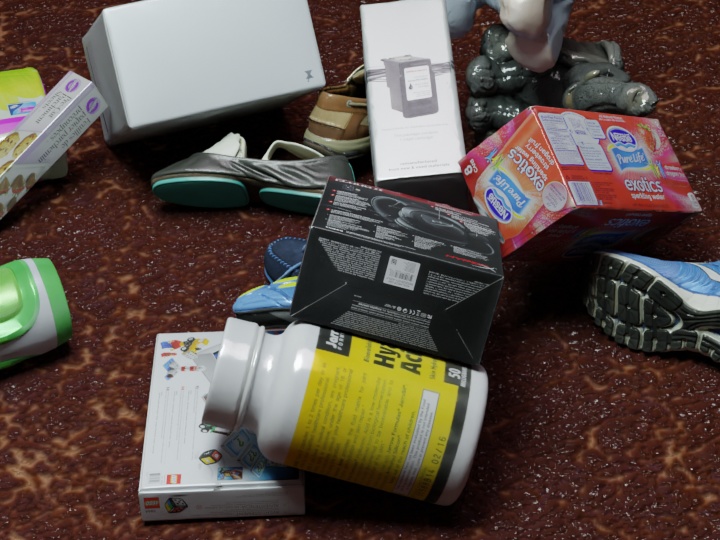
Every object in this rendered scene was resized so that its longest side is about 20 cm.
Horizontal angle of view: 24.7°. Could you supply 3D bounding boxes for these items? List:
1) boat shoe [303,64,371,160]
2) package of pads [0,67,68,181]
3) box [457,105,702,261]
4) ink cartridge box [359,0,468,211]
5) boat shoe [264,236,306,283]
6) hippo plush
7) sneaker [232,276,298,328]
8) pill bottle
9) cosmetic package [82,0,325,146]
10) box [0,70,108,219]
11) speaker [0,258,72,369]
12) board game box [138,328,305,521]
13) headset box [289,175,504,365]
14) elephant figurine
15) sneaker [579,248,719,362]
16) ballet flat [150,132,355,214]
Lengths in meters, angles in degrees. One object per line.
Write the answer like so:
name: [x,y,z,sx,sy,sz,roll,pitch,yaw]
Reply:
boat shoe: [0.016,-0.169,1.672,0.075,0.074,0.200,18,26,25]
package of pads: [-0.413,-0.137,1.694,0.199,0.068,0.155,-13,36,-14]
box: [0.192,-0.072,1.423,0.199,0.095,0.100,-1,63,-48]
ink cartridge box: [0.049,-0.128,1.510,0.083,0.145,0.201,-6,59,1]
boat shoe: [0.000,0.000,1.454,0.199,0.069,0.084,18,40,29]
hippo plush: [0.126,-0.296,1.570,0.160,0.160,0.200,10,48,24]
sneaker: [-0.008,0.055,1.345,0.199,0.083,0.071,12,13,-5]
pill bottle: [-0.013,0.099,1.230,0.199,0.112,0.112,14,35,-4]
cosmetic package: [-0.162,-0.211,1.656,0.198,0.124,0.200,-14,5,-15]
box: [-0.330,-0.108,1.601,0.041,0.039,0.200,30,72,38]
speaker: [-0.351,0.052,1.399,0.199,0.089,0.088,-17,36,-19]
board game box: [-0.107,0.119,1.320,0.126,0.035,0.200,-2,34,-1]
headset box: [0.031,-0.007,1.293,0.148,0.078,0.200,15,14,-2]
elephant figurine: [0.214,-0.170,1.633,0.199,0.142,0.156,4,49,22]
sneaker: [0.281,0.029,1.396,0.199,0.079,0.089,21,31,22]
ballet flat: [-0.102,-0.093,1.599,0.199,0.068,0.069,6,64,3]
